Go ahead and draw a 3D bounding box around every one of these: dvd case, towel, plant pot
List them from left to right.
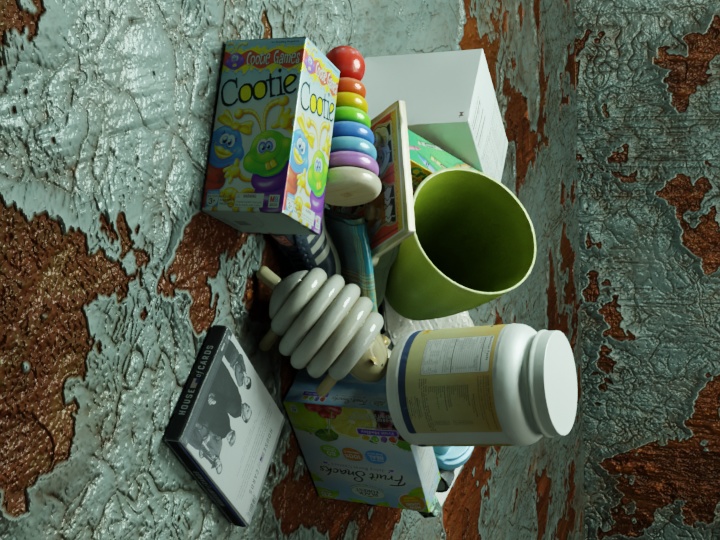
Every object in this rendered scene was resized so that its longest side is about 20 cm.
[{"bbox_3d":[-0.149,0.181,1.164,0.200,0.025,0.151,68,32,-47],"label":"dvd case"},{"bbox_3d":[-0.022,0.021,1.322,0.022,0.147,0.201,-13,105,-27],"label":"towel"},{"bbox_3d":[0.084,0.043,1.532,0.200,0.132,0.034,63,-10,-6],"label":"towel"},{"bbox_3d":[0.113,-0.012,1.412,0.200,0.187,0.188,-49,-159,56],"label":"plant pot"}]

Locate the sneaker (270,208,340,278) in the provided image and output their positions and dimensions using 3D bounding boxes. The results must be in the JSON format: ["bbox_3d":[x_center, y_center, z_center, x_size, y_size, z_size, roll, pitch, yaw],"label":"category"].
[{"bbox_3d":[-0.080,-0.037,1.266,0.084,0.075,0.201,-34,120,-52],"label":"sneaker"}]

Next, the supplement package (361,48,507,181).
[{"bbox_3d":[0.104,-0.207,1.534,0.200,0.191,0.147,64,34,-51],"label":"supplement package"}]

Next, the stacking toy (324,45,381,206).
[{"bbox_3d":[-0.017,-0.184,1.242,0.085,0.085,0.201,41,46,-63],"label":"stacking toy"}]

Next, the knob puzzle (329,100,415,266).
[{"bbox_3d":[0.000,-0.101,1.304,0.030,0.219,0.220,6,85,-28],"label":"knob puzzle"}]

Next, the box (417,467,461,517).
[{"bbox_3d":[0.069,0.251,1.521,0.200,0.036,0.144,43,56,-14],"label":"box"}]

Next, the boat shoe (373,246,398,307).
[{"bbox_3d":[0.000,0.000,1.398,0.201,0.072,0.061,114,-32,-41],"label":"boat shoe"}]

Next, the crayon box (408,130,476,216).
[{"bbox_3d":[0.071,-0.124,1.439,0.200,0.119,0.058,25,47,-34],"label":"crayon box"}]

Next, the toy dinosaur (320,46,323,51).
[{"bbox_3d":[-0.071,-0.177,1.310,0.101,0.058,0.200,-82,170,-55],"label":"toy dinosaur"}]

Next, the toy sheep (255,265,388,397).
[{"bbox_3d":[-0.049,0.066,1.233,0.138,0.200,0.138,-54,-176,5],"label":"toy sheep"}]

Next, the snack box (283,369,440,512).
[{"bbox_3d":[0.006,0.229,1.359,0.068,0.168,0.200,-64,147,-43],"label":"snack box"}]

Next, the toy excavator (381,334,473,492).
[{"bbox_3d":[0.076,0.188,1.412,0.100,0.194,0.200,-55,164,-39],"label":"toy excavator"}]

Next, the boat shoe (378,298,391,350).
[{"bbox_3d":[0.006,0.067,1.473,0.057,0.067,0.201,-6,90,-85],"label":"boat shoe"}]

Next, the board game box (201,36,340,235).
[{"bbox_3d":[-0.098,-0.150,1.155,0.105,0.103,0.201,29,65,-66],"label":"board game box"}]

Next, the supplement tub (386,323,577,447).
[{"bbox_3d":[0.147,0.139,1.220,0.144,0.199,0.145,18,69,-60],"label":"supplement tub"}]
